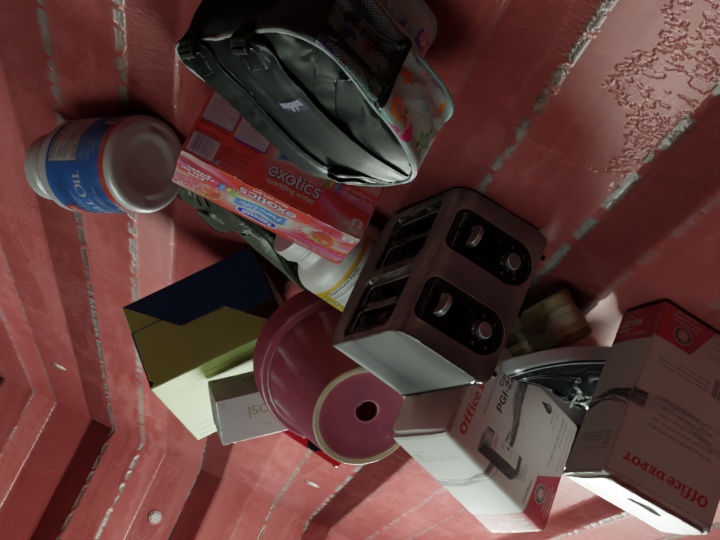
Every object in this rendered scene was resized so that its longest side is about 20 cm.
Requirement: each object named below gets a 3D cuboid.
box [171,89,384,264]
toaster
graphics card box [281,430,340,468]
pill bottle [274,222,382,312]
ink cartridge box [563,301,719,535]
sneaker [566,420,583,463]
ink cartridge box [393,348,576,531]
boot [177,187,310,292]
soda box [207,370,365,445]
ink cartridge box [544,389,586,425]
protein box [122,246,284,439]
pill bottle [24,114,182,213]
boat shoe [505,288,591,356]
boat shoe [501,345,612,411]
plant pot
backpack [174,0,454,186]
[{"bbox_3d":[-0.080,-0.103,1.263,0.199,0.103,0.095,26,160,-7],"label":"box"},{"bbox_3d":[0.078,0.027,1.296,0.118,0.181,0.200,34,157,-18],"label":"toaster"},{"bbox_3d":[-0.011,0.171,1.733,0.125,0.200,0.051,39,-168,-34],"label":"graphics card box"},{"bbox_3d":[0.000,0.000,1.419,0.200,0.105,0.104,35,157,-24],"label":"pill bottle"},{"bbox_3d":[0.321,0.158,1.303,0.145,0.201,0.085,30,159,-15],"label":"ink cartridge box"},{"bbox_3d":[0.291,0.192,1.477,0.115,0.076,0.201,5,130,-9],"label":"sneaker"},{"bbox_3d":[0.144,0.181,1.399,0.085,0.146,0.200,-13,131,45],"label":"ink cartridge box"},{"bbox_3d":[-0.128,-0.054,1.509,0.130,0.068,0.200,7,146,50],"label":"boot"},{"bbox_3d":[-0.096,0.165,1.631,0.064,0.199,0.068,-129,30,-62],"label":"soda box"},{"bbox_3d":[0.186,0.144,1.589,0.199,0.085,0.146,3,151,44],"label":"ink cartridge box"},{"bbox_3d":[-0.188,0.104,1.706,0.200,0.198,0.135,66,178,-61],"label":"protein box"},{"bbox_3d":[-0.307,-0.123,1.455,0.199,0.113,0.112,3,151,45],"label":"pill bottle"},{"bbox_3d":[0.187,0.061,1.427,0.200,0.072,0.065,-21,92,63],"label":"boat shoe"},{"bbox_3d":[0.248,0.122,1.370,0.199,0.068,0.072,3,166,-29],"label":"boat shoe"},{"bbox_3d":[-0.019,0.138,1.510,0.200,0.200,0.179,34,-172,-24],"label":"plant pot"},{"bbox_3d":[-0.023,-0.160,0.986,0.177,0.151,0.200,4,144,49],"label":"backpack"}]
